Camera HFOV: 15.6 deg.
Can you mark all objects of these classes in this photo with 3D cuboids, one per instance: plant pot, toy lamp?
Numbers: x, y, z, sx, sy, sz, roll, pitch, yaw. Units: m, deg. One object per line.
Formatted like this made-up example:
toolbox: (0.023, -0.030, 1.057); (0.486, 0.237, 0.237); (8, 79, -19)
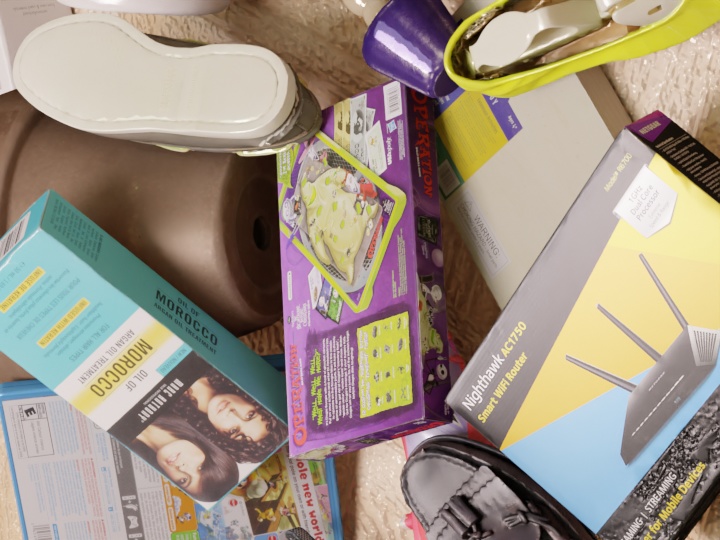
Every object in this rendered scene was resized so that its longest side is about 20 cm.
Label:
plant pot: (-0.134, -0.021, 1.622); (0.173, 0.200, 0.202); (-4, 97, 28)
toy lamp: (-0.014, -0.171, 1.494); (0.200, 0.058, 0.058); (44, 127, 23)

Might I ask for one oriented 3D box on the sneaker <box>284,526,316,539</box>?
sneaker: (-0.019, 0.225, 1.612); (0.200, 0.078, 0.141); (-31, 87, 41)

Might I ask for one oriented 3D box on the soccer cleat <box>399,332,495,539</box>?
soccer cleat: (0.052, 0.089, 1.538); (0.076, 0.067, 0.202); (-11, 89, 22)

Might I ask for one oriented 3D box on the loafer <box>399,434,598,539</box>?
loafer: (0.099, 0.167, 1.464); (0.200, 0.063, 0.072); (41, 109, 11)

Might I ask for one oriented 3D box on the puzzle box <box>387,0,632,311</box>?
puzzle box: (0.099, -0.059, 1.473); (0.133, 0.025, 0.201); (-43, 69, 43)

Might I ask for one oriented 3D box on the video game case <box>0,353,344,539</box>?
video game case: (-0.115, 0.124, 1.620); (0.018, 0.198, 0.144); (-93, -3, -63)

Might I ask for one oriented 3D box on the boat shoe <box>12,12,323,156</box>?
boat shoe: (-0.116, -0.106, 1.556); (0.200, 0.060, 0.073); (11, 81, 30)

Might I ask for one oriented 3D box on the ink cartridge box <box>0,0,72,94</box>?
ink cartridge box: (-0.234, -0.076, 1.776); (0.115, 0.068, 0.202); (-12, 91, 46)

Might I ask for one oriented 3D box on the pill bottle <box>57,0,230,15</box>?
pill bottle: (-0.128, -0.260, 1.588); (0.113, 0.113, 0.202); (14, 105, 42)

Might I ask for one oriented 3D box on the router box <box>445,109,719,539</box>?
router box: (0.154, 0.040, 1.388); (0.149, 0.051, 0.201); (40, 122, 15)

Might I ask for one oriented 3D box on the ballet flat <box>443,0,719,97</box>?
ballet flat: (0.125, -0.139, 1.375); (0.199, 0.067, 0.067); (-23, 81, 35)

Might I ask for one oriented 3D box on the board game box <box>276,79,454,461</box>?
board game box: (0.000, 0.000, 1.510); (0.120, 0.032, 0.202); (-17, 70, 43)

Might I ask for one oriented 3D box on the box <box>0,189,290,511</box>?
box: (-0.135, 0.049, 1.539); (0.200, 0.049, 0.082); (39, 114, -19)
